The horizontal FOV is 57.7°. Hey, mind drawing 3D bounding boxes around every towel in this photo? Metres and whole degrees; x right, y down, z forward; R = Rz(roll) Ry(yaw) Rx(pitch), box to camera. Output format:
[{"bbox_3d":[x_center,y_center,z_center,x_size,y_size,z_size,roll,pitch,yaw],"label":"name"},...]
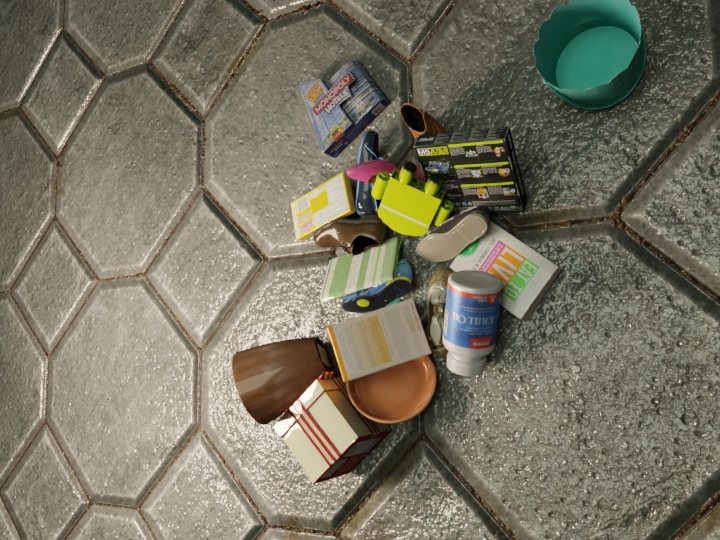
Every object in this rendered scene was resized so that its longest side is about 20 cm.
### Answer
[{"bbox_3d":[0.000,0.000,1.520,0.199,0.023,0.153,-19,35,26],"label":"towel"}]

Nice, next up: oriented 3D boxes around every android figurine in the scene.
[{"bbox_3d":[0.110,-0.149,1.443,0.181,0.200,0.041,23,53,4],"label":"android figurine"}]

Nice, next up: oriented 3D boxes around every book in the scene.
[{"bbox_3d":[0.305,-0.005,1.384,0.200,0.048,0.134,39,102,31],"label":"book"}]

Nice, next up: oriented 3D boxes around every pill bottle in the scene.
[{"bbox_3d":[0.228,0.110,1.348,0.112,0.112,0.201,14,114,30],"label":"pill bottle"}]

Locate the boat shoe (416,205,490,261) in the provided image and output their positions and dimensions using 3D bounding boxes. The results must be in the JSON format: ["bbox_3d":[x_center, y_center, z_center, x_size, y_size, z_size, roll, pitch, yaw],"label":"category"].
[{"bbox_3d":[0.205,-0.080,1.424,0.073,0.063,0.200,45,136,-14],"label":"boat shoe"}]

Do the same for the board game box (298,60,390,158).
[{"bbox_3d":[-0.059,-0.425,1.633,0.200,0.062,0.200,-42,66,19],"label":"board game box"}]

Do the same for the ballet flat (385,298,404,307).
[{"bbox_3d":[0.031,0.139,1.512,0.200,0.072,0.072,-33,69,14],"label":"ballet flat"}]

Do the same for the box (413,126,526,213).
[{"bbox_3d":[0.232,-0.204,1.370,0.199,0.194,0.048,1,46,30],"label":"box"}]

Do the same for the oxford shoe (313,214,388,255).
[{"bbox_3d":[-0.032,-0.076,1.553,0.199,0.073,0.085,-9,53,31],"label":"oxford shoe"}]

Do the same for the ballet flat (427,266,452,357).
[{"bbox_3d":[0.176,0.089,1.429,0.070,0.065,0.202,-7,80,27],"label":"ballet flat"}]

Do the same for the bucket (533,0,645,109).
[{"bbox_3d":[0.459,-0.427,1.293,0.206,0.135,0.209,-4,81,30],"label":"bucket"}]

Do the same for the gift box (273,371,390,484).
[{"bbox_3d":[-0.071,0.341,1.467,0.185,0.200,0.187,-46,63,11],"label":"gift box"}]

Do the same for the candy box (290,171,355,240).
[{"bbox_3d":[-0.095,-0.156,1.614,0.199,0.026,0.103,-24,72,40],"label":"candy box"}]

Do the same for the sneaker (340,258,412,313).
[{"bbox_3d":[0.038,0.036,1.525,0.199,0.066,0.079,-28,45,30],"label":"sneaker"}]

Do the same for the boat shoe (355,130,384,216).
[{"bbox_3d":[0.036,-0.229,1.555,0.068,0.084,0.202,7,104,23],"label":"boat shoe"}]

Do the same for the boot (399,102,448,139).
[{"bbox_3d":[0.175,-0.284,1.424,0.077,0.155,0.200,-43,65,12],"label":"boot"}]

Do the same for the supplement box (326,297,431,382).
[{"bbox_3d":[0.039,0.151,1.417,0.199,0.074,0.127,-17,83,-2],"label":"supplement box"}]

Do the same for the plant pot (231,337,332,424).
[{"bbox_3d":[-0.174,0.241,1.563,0.199,0.187,0.188,-25,71,9],"label":"plant pot"}]

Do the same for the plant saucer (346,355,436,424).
[{"bbox_3d":[0.068,0.245,1.443,0.199,0.038,0.201,-4,57,7],"label":"plant saucer"}]

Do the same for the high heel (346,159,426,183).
[{"bbox_3d":[0.068,-0.192,1.479,0.067,0.199,0.097,135,133,-63],"label":"high heel"}]
